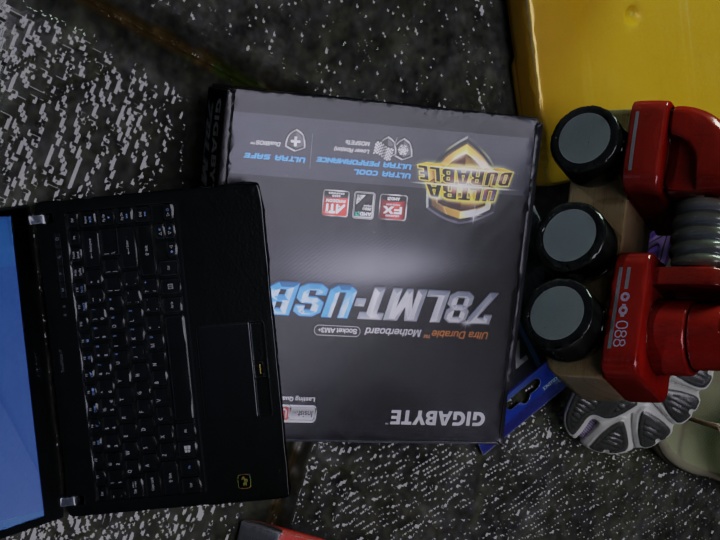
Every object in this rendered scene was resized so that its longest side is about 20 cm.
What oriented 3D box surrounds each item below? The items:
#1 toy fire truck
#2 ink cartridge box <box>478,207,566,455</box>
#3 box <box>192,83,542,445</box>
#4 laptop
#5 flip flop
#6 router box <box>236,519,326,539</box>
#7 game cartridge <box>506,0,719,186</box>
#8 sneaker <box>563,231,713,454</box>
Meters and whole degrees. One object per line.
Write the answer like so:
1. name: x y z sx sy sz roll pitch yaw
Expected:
1. toy fire truck: 0.207 -0.016 1.078 0.129 0.199 0.177 41 55 -55
2. ink cartridge box: 0.080 0.011 1.149 0.099 0.039 0.201 -37 112 -27
3. box: 0.000 0.000 1.060 0.199 0.050 0.200 4 95 -22
4. laptop: -0.145 0.053 0.959 0.198 0.103 0.179 -5 97 2
5. flip flop: 0.274 0.127 1.268 0.200 0.057 0.081 40 71 -28
6. router box: -0.013 0.267 1.092 0.179 0.049 0.201 19 82 -32
7. game cartridge: 0.171 -0.169 1.207 0.175 0.032 0.201 -13 101 -32
8. sneaker: 0.202 0.032 1.212 0.080 0.083 0.201 33 90 -15
